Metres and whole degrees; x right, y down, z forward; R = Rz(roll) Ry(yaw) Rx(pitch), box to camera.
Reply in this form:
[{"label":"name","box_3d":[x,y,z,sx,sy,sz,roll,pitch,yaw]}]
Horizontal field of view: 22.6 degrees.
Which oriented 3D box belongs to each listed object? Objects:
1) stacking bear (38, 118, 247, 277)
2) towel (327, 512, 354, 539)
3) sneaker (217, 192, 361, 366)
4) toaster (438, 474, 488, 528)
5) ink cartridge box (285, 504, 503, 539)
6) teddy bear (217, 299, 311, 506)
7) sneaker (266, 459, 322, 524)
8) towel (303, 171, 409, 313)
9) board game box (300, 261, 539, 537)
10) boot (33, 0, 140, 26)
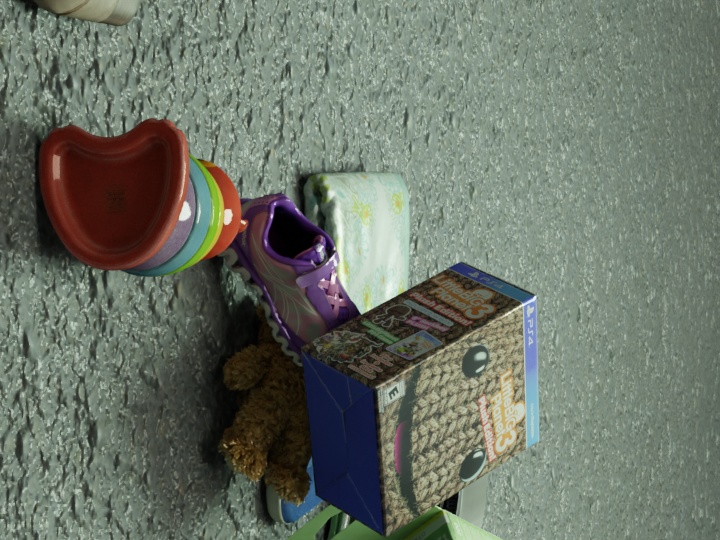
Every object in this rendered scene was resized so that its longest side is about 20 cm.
[{"label":"stacking bear","box_3d":[-0.156,-0.051,1.437,0.200,0.121,0.114,7,80,-72]},{"label":"towel","box_3d":[0.017,0.270,1.888,0.200,0.023,0.153,44,50,-58]},{"label":"sneaker","box_3d":[-0.047,0.010,1.593,0.200,0.088,0.081,52,49,-10]},{"label":"toaster","box_3d":[0.067,0.220,1.836,0.129,0.113,0.201,6,86,-68]},{"label":"ink cartridge box","box_3d":[0.033,0.280,1.714,0.200,0.145,0.048,32,26,-41]},{"label":"teddy bear","box_3d":[-0.066,0.113,1.631,0.145,0.067,0.200,42,48,-12]},{"label":"sneaker","box_3d":[0.000,0.166,1.707,0.200,0.111,0.077,-54,146,-28]},{"label":"towel","box_3d":[0.000,0.000,1.831,0.171,0.048,0.201,-8,96,-66]},{"label":"board game box","box_3d":[0.057,0.111,1.597,0.200,0.097,0.160,-28,127,-34]},{"label":"boot","box_3d":[-0.207,-0.286,1.376,0.146,0.070,0.201,35,57,-57]}]
